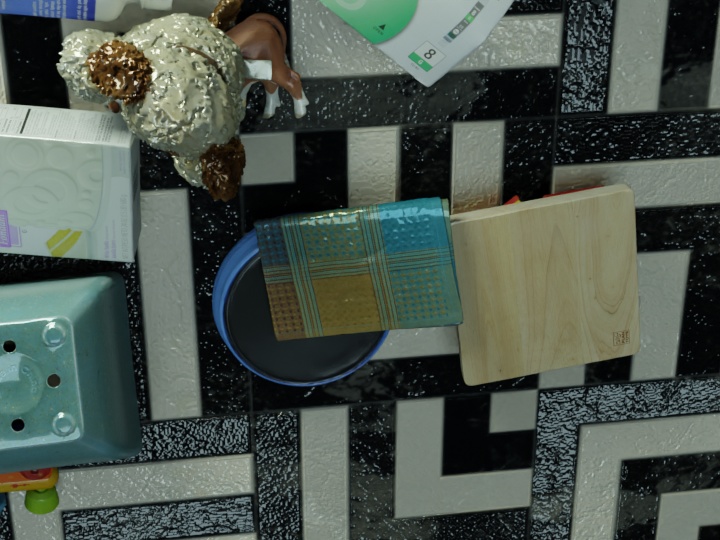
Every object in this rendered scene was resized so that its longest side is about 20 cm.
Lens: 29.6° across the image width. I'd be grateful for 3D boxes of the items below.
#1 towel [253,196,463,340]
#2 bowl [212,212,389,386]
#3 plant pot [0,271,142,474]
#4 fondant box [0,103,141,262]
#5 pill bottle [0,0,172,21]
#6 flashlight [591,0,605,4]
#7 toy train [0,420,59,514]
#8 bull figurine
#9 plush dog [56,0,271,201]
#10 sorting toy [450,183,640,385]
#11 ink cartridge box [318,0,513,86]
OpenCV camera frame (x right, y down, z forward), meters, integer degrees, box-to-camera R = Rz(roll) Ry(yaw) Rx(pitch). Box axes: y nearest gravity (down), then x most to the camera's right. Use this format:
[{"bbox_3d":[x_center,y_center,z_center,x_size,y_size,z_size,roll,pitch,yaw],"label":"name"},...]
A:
[{"bbox_3d":[0.000,0.000,1.401,0.200,0.022,0.147,-6,117,5],"label":"towel"},{"bbox_3d":[-0.057,0.036,1.459,0.200,0.039,0.201,-4,117,-8],"label":"bowl"},{"bbox_3d":[-0.324,0.105,1.320,0.195,0.200,0.197,-6,89,-6],"label":"plant pot"},{"bbox_3d":[-0.314,-0.085,1.310,0.200,0.058,0.144,5,131,-2],"label":"fondant box"},{"bbox_3d":[-0.268,-0.282,1.222,0.200,0.112,0.112,4,116,-11],"label":"pill bottle"},{"bbox_3d":[0.188,-0.348,1.296,0.068,0.068,0.200,-20,121,44],"label":"flashlight"},{"bbox_3d":[-0.346,0.218,1.482,0.200,0.085,0.116,-4,127,-8],"label":"toy train"},{"bbox_3d":[-0.151,-0.169,1.326,0.200,0.065,0.121,-28,122,8],"label":"bull figurine"},{"bbox_3d":[-0.154,-0.156,1.193,0.200,0.172,0.160,39,110,-23],"label":"plush dog"},{"bbox_3d":[0.193,0.006,1.469,0.198,0.070,0.200,-11,118,-4],"label":"sorting toy"},{"bbox_3d":[0.073,-0.275,1.212,0.161,0.050,0.200,35,128,-27],"label":"ink cartridge box"}]
